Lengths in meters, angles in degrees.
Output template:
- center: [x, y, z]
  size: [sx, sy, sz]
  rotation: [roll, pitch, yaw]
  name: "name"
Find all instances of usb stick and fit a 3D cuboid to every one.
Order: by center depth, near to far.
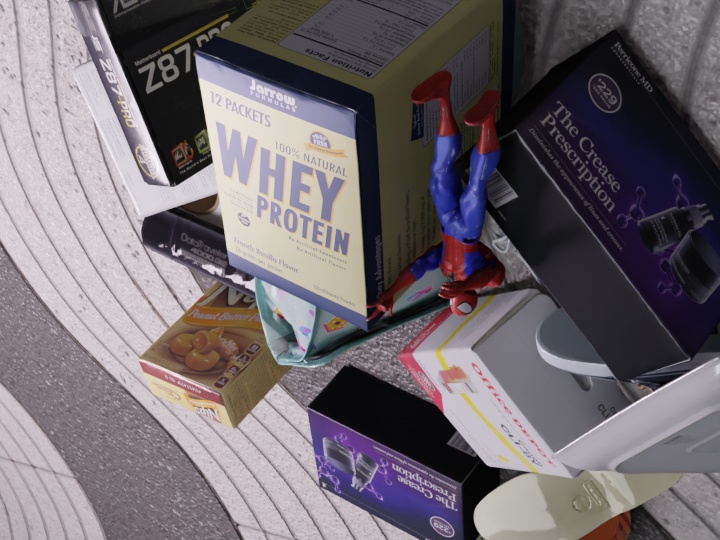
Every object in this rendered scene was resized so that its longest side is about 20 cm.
- center: [-0.154, -0.021, 1.300]
  size: [0.200, 0.033, 0.056]
  rotation: [23, 107, 37]
  name: "usb stick"

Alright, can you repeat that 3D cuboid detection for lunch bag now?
- center: [0.000, 0.000, 1.121]
  size: [0.122, 0.170, 0.200]
  rotation: [53, 153, 28]
  name: "lunch bag"

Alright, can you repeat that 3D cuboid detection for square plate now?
- center: [0.279, 0.116, 0.956]
  size: [0.200, 0.197, 0.029]
  rotation: [-45, 49, 49]
  name: "square plate"

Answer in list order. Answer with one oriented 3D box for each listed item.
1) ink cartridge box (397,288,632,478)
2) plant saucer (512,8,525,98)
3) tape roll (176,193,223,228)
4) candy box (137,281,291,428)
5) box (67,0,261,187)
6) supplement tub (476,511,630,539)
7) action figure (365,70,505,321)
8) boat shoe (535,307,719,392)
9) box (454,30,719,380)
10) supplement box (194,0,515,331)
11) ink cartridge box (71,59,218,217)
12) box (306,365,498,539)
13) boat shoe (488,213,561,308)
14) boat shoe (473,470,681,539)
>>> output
- center: [0.132, 0.100, 1.120]
  size: [0.145, 0.083, 0.200]
  rotation: [51, 164, -6]
  name: "ink cartridge box"
- center: [0.036, -0.191, 1.016]
  size: [0.201, 0.039, 0.201]
  rotation: [27, 142, 24]
  name: "plant saucer"
- center: [-0.175, -0.112, 1.313]
  size: [0.202, 0.037, 0.203]
  rotation: [26, 140, 24]
  name: "tape roll"
- center: [-0.113, 0.059, 1.277]
  size: [0.115, 0.200, 0.055]
  rotation: [18, 140, 33]
  name: "candy box"
- center: [-0.119, -0.184, 1.032]
  size: [0.049, 0.200, 0.162]
  rotation: [9, 126, 49]
  name: "box"
- center: [0.186, 0.279, 1.263]
  size: [0.122, 0.123, 0.200]
  rotation: [37, 144, 11]
  name: "supplement tub"
- center: [0.052, -0.024, 0.852]
  size: [0.065, 0.099, 0.200]
  rotation: [28, 149, 30]
  name: "action figure"
- center: [0.241, 0.075, 0.996]
  size: [0.199, 0.071, 0.091]
  rotation: [-1, 137, 14]
  name: "boat shoe"
- center: [0.185, -0.046, 0.909]
  size: [0.200, 0.141, 0.079]
  rotation: [51, 144, -8]
  name: "box"
- center: [0.005, -0.107, 0.925]
  size: [0.134, 0.200, 0.200]
  rotation: [24, 140, 27]
  name: "supplement box"
- center: [-0.156, -0.152, 1.204]
  size: [0.199, 0.050, 0.161]
  rotation: [-16, 106, 22]
  name: "ink cartridge box"
- center: [0.047, 0.210, 1.375]
  size: [0.199, 0.079, 0.141]
  rotation: [23, 142, 29]
  name: "box"
- center: [0.164, -0.012, 1.043]
  size: [0.202, 0.065, 0.074]
  rotation: [50, 145, -7]
  name: "boat shoe"
- center: [0.197, 0.193, 1.141]
  size: [0.201, 0.063, 0.074]
  rotation: [-28, 97, 19]
  name: "boat shoe"
